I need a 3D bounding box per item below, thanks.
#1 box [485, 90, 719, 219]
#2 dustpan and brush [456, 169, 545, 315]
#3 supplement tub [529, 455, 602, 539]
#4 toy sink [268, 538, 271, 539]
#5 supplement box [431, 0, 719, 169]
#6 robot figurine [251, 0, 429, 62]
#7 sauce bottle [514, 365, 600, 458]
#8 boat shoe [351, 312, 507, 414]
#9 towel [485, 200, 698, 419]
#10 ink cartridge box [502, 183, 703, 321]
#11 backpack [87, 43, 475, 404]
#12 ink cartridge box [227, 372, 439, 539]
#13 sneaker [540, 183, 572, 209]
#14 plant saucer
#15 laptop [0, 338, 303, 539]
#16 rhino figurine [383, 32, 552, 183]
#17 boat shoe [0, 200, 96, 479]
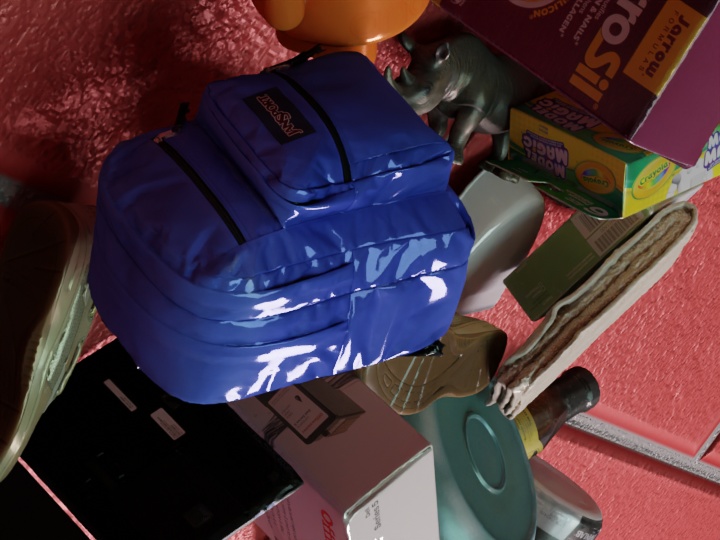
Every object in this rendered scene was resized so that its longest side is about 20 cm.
[{"bbox_3d":[0.195,-0.098,1.465,0.199,0.117,0.049,-25,129,-34],"label":"box"},{"bbox_3d":[0.108,-0.059,1.588,0.139,0.057,0.201,-10,137,-59],"label":"dustpan and brush"},{"bbox_3d":[0.119,0.268,1.870,0.201,0.122,0.122,-55,149,9],"label":"supplement tub"},{"bbox_3d":[0.010,0.231,1.685,0.112,0.130,0.201,7,119,-54],"label":"toy sink"},{"bbox_3d":[0.162,-0.179,1.377,0.103,0.200,0.131,13,112,-56],"label":"supplement box"},{"bbox_3d":[-0.011,-0.213,1.202,0.143,0.117,0.201,-19,141,-17],"label":"robot figurine"},{"bbox_3d":[0.130,0.139,1.801,0.199,0.066,0.066,-24,140,-34],"label":"sauce bottle"},{"bbox_3d":[0.037,0.055,1.490,0.200,0.065,0.073,-2,119,-61],"label":"boat shoe"},{"bbox_3d":[0.174,0.031,1.582,0.200,0.034,0.133,-42,171,-11],"label":"towel"},{"bbox_3d":[0.214,-0.041,1.657,0.146,0.048,0.200,-46,167,34],"label":"ink cartridge box"},{"bbox_3d":[-0.057,-0.030,1.193,0.199,0.163,0.169,-19,135,-29],"label":"backpack"},{"bbox_3d":[-0.039,0.127,1.441,0.084,0.200,0.146,-36,146,-22],"label":"ink cartridge box"},{"bbox_3d":[0.202,-0.135,1.593,0.082,0.075,0.201,-8,129,-47],"label":"sneaker"},{"bbox_3d":[0.087,0.143,1.589,0.027,0.201,0.200,-23,158,24],"label":"plant saucer"},{"bbox_3d":[-0.164,0.164,1.342,0.199,0.177,0.104,-34,146,-25],"label":"laptop"},{"bbox_3d":[0.070,-0.121,1.454,0.199,0.060,0.088,14,100,-54],"label":"rhino figurine"},{"bbox_3d":[-0.202,0.051,1.269,0.065,0.072,0.201,0,118,-55],"label":"boat shoe"}]
